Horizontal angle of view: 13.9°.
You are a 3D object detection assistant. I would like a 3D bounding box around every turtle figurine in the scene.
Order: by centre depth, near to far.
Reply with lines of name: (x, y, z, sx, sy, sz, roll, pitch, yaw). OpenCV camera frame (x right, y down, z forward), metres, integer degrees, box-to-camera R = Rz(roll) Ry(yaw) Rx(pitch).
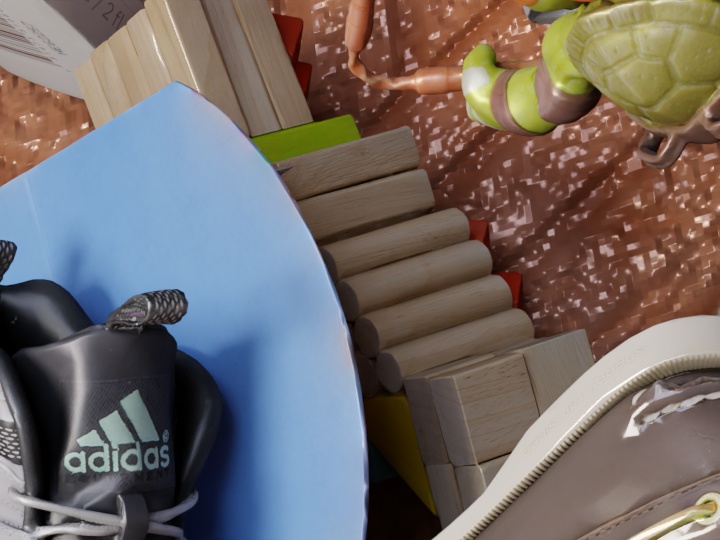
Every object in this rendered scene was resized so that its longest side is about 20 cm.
turtle figurine: (0.095, -0.057, 0.692, 0.200, 0.161, 0.065, -39, 37, 51)

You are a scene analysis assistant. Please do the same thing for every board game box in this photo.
board game box: (-0.055, 0.047, 0.783, 0.200, 0.039, 0.158, -27, 74, 44)

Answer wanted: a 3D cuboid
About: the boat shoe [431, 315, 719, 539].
boat shoe: (0.037, 0.098, 0.678, 0.200, 0.072, 0.060, -50, 31, 28)

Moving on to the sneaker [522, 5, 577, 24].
sneaker: (0.135, -0.106, 0.769, 0.199, 0.115, 0.075, -6, 58, -15)

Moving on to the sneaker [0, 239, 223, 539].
sneaker: (-0.062, 0.069, 0.703, 0.200, 0.078, 0.140, 47, 123, 37)

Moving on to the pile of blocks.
pile of blocks: (0.000, 0.000, 0.800, 0.062, 0.082, 0.200, -16, 56, -35)

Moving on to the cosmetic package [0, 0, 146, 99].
cosmetic package: (-0.063, -0.158, 0.878, 0.074, 0.102, 0.200, 18, 76, 32)
